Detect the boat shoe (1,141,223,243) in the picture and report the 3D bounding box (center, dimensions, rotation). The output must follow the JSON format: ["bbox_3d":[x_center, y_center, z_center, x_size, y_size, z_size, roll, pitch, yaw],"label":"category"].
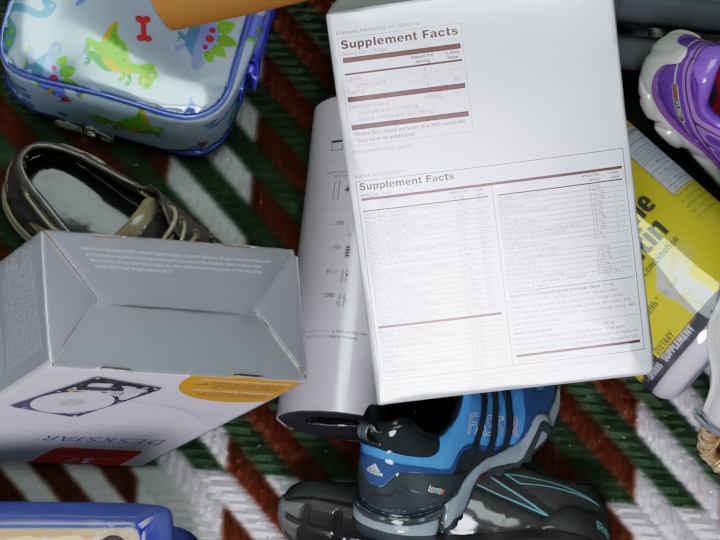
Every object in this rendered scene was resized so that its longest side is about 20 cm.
[{"bbox_3d":[-0.133,-0.011,1.402,0.199,0.073,0.075,29,74,6],"label":"boat shoe"}]

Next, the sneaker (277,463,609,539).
[{"bbox_3d":[0.051,0.148,1.375,0.199,0.076,0.080,10,49,3],"label":"sneaker"}]

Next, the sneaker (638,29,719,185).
[{"bbox_3d":[0.253,-0.068,1.406,0.200,0.083,0.081,34,82,-24],"label":"sneaker"}]

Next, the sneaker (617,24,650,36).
[{"bbox_3d":[0.094,-0.145,1.455,0.199,0.075,0.087,-27,82,-9],"label":"sneaker"}]

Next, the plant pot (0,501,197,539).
[{"bbox_3d":[-0.188,0.226,1.274,0.199,0.180,0.201,1,73,-3],"label":"plant pot"}]

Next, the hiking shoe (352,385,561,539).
[{"bbox_3d":[0.062,0.075,1.339,0.074,0.087,0.200,13,35,24],"label":"hiking shoe"}]

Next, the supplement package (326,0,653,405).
[{"bbox_3d":[0.069,-0.053,1.242,0.146,0.191,0.201,-7,100,3],"label":"supplement package"}]

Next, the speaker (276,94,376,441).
[{"bbox_3d":[0.000,0.000,1.399,0.081,0.081,0.201,6,74,-1],"label":"speaker"}]

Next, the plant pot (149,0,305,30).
[{"bbox_3d":[-0.054,-0.232,1.346,0.182,0.200,0.201,-25,75,2],"label":"plant pot"}]

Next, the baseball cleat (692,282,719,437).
[{"bbox_3d":[0.248,0.012,1.211,0.106,0.070,0.200,35,69,18],"label":"baseball cleat"}]

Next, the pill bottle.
[{"bbox_3d":[0.148,-0.026,1.398,0.200,0.112,0.112,42,76,10],"label":"pill bottle"}]

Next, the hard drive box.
[{"bbox_3d":[-0.146,0.047,1.294,0.155,0.200,0.077,5,71,-31],"label":"hard drive box"}]

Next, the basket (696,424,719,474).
[{"bbox_3d":[0.293,0.095,1.320,0.148,0.200,0.143,-27,69,-11],"label":"basket"}]

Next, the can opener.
[{"bbox_3d":[0.162,-0.146,1.416,0.199,0.067,0.054,2,97,-27],"label":"can opener"}]

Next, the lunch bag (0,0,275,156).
[{"bbox_3d":[-0.128,-0.178,1.448,0.160,0.083,0.201,14,72,2],"label":"lunch bag"}]
